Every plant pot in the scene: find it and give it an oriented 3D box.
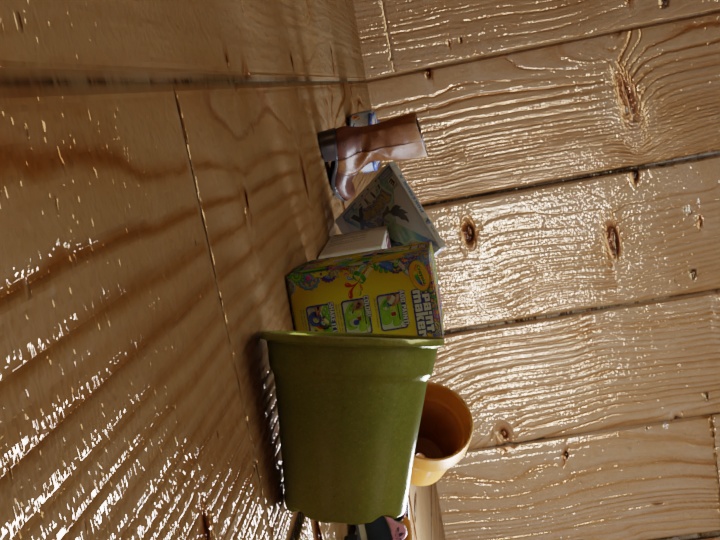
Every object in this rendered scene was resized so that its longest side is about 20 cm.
[{"bbox_3d":[0.144,0.390,1.940,0.185,0.196,0.202,97,-8,-48],"label":"plant pot"},{"bbox_3d":[-0.012,0.161,0.904,0.200,0.196,0.188,28,65,-82],"label":"plant pot"}]

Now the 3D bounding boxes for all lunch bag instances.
[{"bbox_3d":[0.016,-0.336,2.240,0.200,0.074,0.163,-66,148,-76],"label":"lunch bag"}]

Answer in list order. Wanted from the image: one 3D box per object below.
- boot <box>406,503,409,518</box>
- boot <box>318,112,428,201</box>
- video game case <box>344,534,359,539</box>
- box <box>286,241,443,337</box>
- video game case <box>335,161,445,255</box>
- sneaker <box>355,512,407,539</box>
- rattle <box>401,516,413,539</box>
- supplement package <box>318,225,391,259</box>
[{"bbox_3d":[0.046,0.406,1.480,0.165,0.064,0.204,-140,-136,-75],"label":"boot"},{"bbox_3d":[0.033,-0.220,1.659,0.190,0.196,0.069,74,9,-45],"label":"boot"},{"bbox_3d":[0.003,0.502,1.161,0.181,0.025,0.203,-84,163,-66],"label":"video game case"},{"bbox_3d":[0.015,0.039,1.182,0.200,0.189,0.124,-44,125,-81],"label":"box"},{"bbox_3d":[0.049,-0.069,1.564,0.022,0.200,0.184,-20,74,-42],"label":"video game case"},{"bbox_3d":[0.032,0.373,1.344,0.200,0.081,0.071,-94,173,-70],"label":"sneaker"},{"bbox_3d":[0.075,0.504,1.405,0.143,0.130,0.200,50,-2,43],"label":"rattle"},{"bbox_3d":[0.000,0.000,1.465,0.200,0.108,0.116,-72,152,-76],"label":"supplement package"}]
